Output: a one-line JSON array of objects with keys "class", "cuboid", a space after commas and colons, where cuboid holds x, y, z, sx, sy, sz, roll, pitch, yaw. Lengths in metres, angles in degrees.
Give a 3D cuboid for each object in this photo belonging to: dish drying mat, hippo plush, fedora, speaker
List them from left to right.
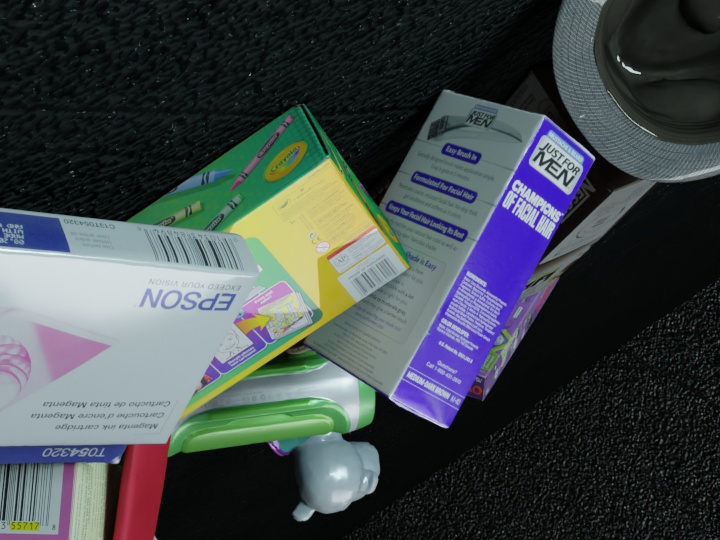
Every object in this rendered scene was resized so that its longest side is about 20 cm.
[{"class": "dish drying mat", "cuboid": [-0.159, 0.158, 0.890, 0.018, 0.202, 0.077, 9, -179, 7]}, {"class": "speaker", "cuboid": [-0.092, 0.105, 1.044, 0.198, 0.089, 0.089, -6, 159, -14]}, {"class": "hippo plush", "cuboid": [-0.028, 0.168, 1.323, 0.159, 0.162, 0.200, -33, 165, 11]}, {"class": "fedora", "cuboid": [0.222, -0.161, 0.802, 0.200, 0.177, 0.090, -39, -168, 20]}]

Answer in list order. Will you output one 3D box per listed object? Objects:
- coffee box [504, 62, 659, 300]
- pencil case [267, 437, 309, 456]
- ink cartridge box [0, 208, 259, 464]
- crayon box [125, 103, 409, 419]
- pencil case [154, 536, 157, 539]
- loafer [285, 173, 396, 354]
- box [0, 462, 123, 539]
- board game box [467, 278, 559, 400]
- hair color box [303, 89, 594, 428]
[{"class": "coffee box", "cuboid": [0.145, -0.067, 0.983, 0.079, 0.114, 0.200, -21, 163, -32]}, {"class": "pencil case", "cuboid": [-0.017, 0.088, 1.150, 0.199, 0.085, 0.092, -34, -178, 8]}, {"class": "ink cartridge box", "cuboid": [-0.181, 0.056, 0.687, 0.195, 0.043, 0.201, 4, 128, -37]}, {"class": "crayon box", "cuboid": [-0.083, 0.003, 0.771, 0.199, 0.058, 0.119, -33, 137, 5]}, {"class": "pencil case", "cuboid": [-0.228, 0.220, 1.044, 0.085, 0.200, 0.084, -22, 155, -52]}, {"class": "loafer", "cuboid": [0.000, 0.000, 0.994, 0.200, 0.076, 0.068, -41, 156, 32]}, {"class": "box", "cuboid": [-0.264, 0.183, 0.895, 0.174, 0.098, 0.200, 0, 164, 4]}, {"class": "board game box", "cuboid": [0.086, 0.029, 1.061, 0.200, 0.119, 0.033, -47, 144, -50]}, {"class": "hair color box", "cuboid": [0.056, -0.012, 0.816, 0.065, 0.109, 0.201, 29, 88, -37]}]
